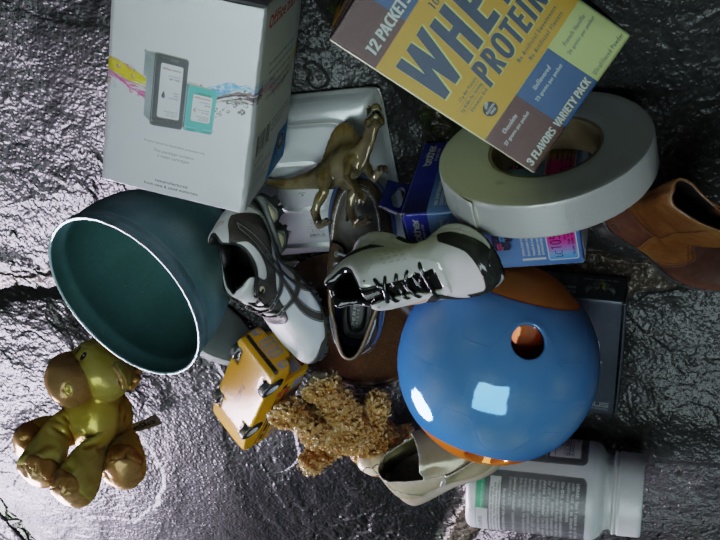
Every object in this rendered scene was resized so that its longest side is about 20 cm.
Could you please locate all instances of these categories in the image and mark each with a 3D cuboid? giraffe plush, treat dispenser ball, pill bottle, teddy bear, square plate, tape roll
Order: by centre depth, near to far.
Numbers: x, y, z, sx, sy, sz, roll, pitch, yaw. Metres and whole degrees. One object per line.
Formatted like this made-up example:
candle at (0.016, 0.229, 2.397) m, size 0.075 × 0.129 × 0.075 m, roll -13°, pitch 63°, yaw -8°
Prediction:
tape roll at (0.171, -0.100, 1.147) m, size 0.201 × 0.203 × 0.037 m, roll -5°, pitch 126°, yaw 18°
treat dispenser ball at (0.136, 0.090, 1.236) m, size 0.199 × 0.202 × 0.202 m, roll 7°, pitch 128°, yaw 9°
square plate at (-0.058, -0.094, 1.322) m, size 0.198 × 0.029 × 0.199 m, roll -2°, pitch 125°, yaw 16°
pill bottle at (0.225, 0.250, 1.450) m, size 0.198 × 0.113 × 0.114 m, roll 4°, pitch 127°, yaw 12°
teddy bear at (-0.019, 0.185, 1.450) m, size 0.144 × 0.067 × 0.201 m, roll -30°, pitch 134°, yaw -1°
giraffe plush at (-0.316, 0.154, 1.488) m, size 0.172 × 0.200 × 0.163 m, roll 25°, pitch 127°, yaw 27°

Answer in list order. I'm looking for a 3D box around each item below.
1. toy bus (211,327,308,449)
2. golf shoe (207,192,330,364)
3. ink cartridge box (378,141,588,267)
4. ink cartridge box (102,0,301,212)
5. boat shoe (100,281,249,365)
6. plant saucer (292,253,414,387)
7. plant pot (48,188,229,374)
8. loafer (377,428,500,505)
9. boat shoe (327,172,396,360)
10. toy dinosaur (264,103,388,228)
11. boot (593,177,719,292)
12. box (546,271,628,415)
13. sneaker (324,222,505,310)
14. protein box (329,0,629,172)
toy bus at (-0.115, 0.132, 1.436) m, size 0.065 × 0.078 × 0.200 m, roll 50°, pitch 146°, yaw 16°
golf shoe at (-0.101, 0.022, 1.301) m, size 0.077 × 0.094 × 0.201 m, roll -8°, pitch 115°, yaw 41°
ink cartridge box at (0.121, -0.067, 1.225) m, size 0.198 × 0.137 × 0.077 m, roll -5°, pitch 124°, yaw 18°
ink cartridge box at (-0.146, -0.188, 1.182) m, size 0.145 × 0.147 × 0.201 m, roll 13°, pitch 119°, yaw 6°
boat shoe at (-0.219, 0.057, 1.456) m, size 0.199 × 0.071 × 0.064 m, roll 29°, pitch 142°, yaw -8°
plant saucer at (-0.005, 0.066, 1.413) m, size 0.198 × 0.035 × 0.201 m, roll 8°, pitch 134°, yaw 8°
plant pot at (-0.213, -0.008, 1.342) m, size 0.199 × 0.134 × 0.201 m, roll 22°, pitch 136°, yaw 23°
loafer at (0.094, 0.205, 1.408) m, size 0.068 × 0.076 × 0.200 m, roll 20°, pitch 133°, yaw -36°
boat shoe at (0.000, 0.000, 1.298) m, size 0.072 × 0.073 × 0.202 m, roll 1°, pitch 115°, yaw 8°
toy dinosaur at (-0.024, -0.093, 1.246) m, size 0.058 × 0.102 × 0.199 m, roll 8°, pitch 155°, yaw -39°
boot at (0.329, -0.035, 1.164) m, size 0.187 × 0.069 × 0.200 m, roll 31°, pitch 171°, yaw -10°
box at (0.188, 0.075, 1.369) m, size 0.198 × 0.051 × 0.159 m, roll 5°, pitch 126°, yaw 11°
sneaker at (0.048, 0.008, 1.152) m, size 0.199 × 0.080 × 0.074 m, roll -5°, pitch 117°, yaw 49°
protein box at (0.094, -0.214, 1.065) m, size 0.199 × 0.199 × 0.135 m, roll 31°, pitch 107°, yaw -10°
